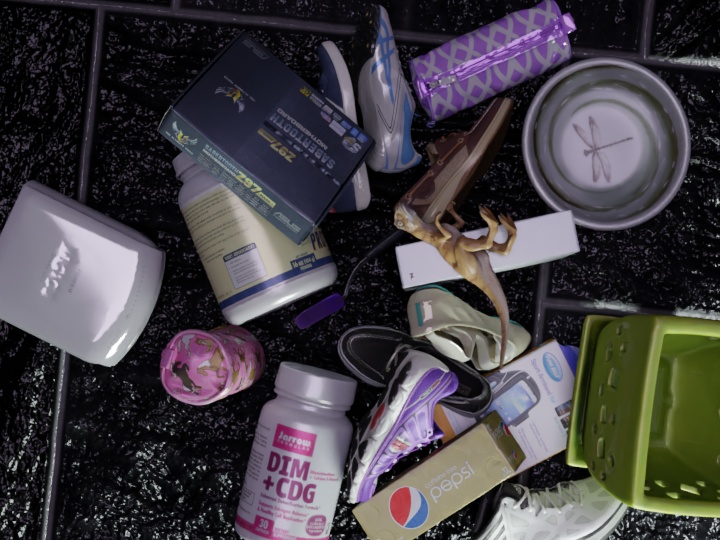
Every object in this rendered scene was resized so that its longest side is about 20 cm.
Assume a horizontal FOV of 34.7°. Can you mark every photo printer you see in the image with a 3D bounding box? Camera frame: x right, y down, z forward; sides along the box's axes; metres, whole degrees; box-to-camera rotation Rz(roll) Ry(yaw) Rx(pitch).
[{"bbox_3d":[-0.340,0.009,1.375,0.198,0.069,0.168,26,91,3],"label":"photo printer"}]

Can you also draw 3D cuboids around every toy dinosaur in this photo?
[{"bbox_3d":[0.122,-0.010,1.220,0.200,0.060,0.106,47,114,9],"label":"toy dinosaur"}]

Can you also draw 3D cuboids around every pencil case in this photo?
[{"bbox_3d":[0.150,-0.246,1.347,0.198,0.086,0.085,-26,85,1],"label":"pencil case"},{"bbox_3d":[-0.165,0.104,1.301,0.085,0.200,0.084,-19,88,4],"label":"pencil case"}]

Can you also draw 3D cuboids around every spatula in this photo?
[{"bbox_3d":[0.000,0.000,1.374,0.200,0.057,0.021,-45,71,-5],"label":"spatula"}]

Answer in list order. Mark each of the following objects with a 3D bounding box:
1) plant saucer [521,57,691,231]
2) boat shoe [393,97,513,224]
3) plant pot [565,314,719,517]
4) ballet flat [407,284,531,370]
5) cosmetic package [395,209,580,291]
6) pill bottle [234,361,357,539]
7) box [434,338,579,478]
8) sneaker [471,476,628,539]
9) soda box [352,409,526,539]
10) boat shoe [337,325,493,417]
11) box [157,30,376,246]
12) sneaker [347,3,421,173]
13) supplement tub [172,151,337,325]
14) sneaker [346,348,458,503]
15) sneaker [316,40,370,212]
[{"bbox_3d":[0.285,-0.146,1.353,0.196,0.050,0.204,0,86,0],"label":"plant saucer"},{"bbox_3d":[0.108,-0.131,1.343,0.071,0.072,0.201,31,75,14],"label":"boat shoe"},{"bbox_3d":[0.339,0.148,1.268,0.196,0.181,0.204,8,91,-21],"label":"plant pot"},{"bbox_3d":[0.126,0.079,1.307,0.198,0.069,0.070,24,91,-38],"label":"ballet flat"},{"bbox_3d":[0.140,-0.020,1.313,0.197,0.151,0.053,-12,89,2],"label":"cosmetic package"},{"bbox_3d":[-0.072,0.216,1.339,0.111,0.113,0.203,13,90,3],"label":"pill bottle"},{"bbox_3d":[0.190,0.169,1.366,0.198,0.041,0.120,-27,88,0],"label":"box"},{"bbox_3d":[0.216,0.272,1.327,0.199,0.076,0.116,-37,113,4],"label":"sneaker"},{"bbox_3d":[0.091,0.246,1.325,0.199,0.064,0.068,-37,83,22],"label":"soda box"},{"bbox_3d":[0.061,0.108,1.340,0.197,0.064,0.072,19,76,18],"label":"boat shoe"},{"bbox_3d":[-0.098,-0.146,1.257,0.199,0.051,0.158,39,51,-5],"label":"box"},{"bbox_3d":[0.031,-0.215,1.368,0.071,0.072,0.204,-3,83,-30],"label":"sneaker"},{"bbox_3d":[-0.124,-0.054,1.327,0.143,0.145,0.203,-23,89,2],"label":"supplement tub"},{"bbox_3d":[0.045,0.187,1.288,0.082,0.081,0.202,25,114,-11],"label":"sneaker"},{"bbox_3d":[-0.044,-0.166,1.359,0.083,0.075,0.204,-10,89,-2],"label":"sneaker"}]
